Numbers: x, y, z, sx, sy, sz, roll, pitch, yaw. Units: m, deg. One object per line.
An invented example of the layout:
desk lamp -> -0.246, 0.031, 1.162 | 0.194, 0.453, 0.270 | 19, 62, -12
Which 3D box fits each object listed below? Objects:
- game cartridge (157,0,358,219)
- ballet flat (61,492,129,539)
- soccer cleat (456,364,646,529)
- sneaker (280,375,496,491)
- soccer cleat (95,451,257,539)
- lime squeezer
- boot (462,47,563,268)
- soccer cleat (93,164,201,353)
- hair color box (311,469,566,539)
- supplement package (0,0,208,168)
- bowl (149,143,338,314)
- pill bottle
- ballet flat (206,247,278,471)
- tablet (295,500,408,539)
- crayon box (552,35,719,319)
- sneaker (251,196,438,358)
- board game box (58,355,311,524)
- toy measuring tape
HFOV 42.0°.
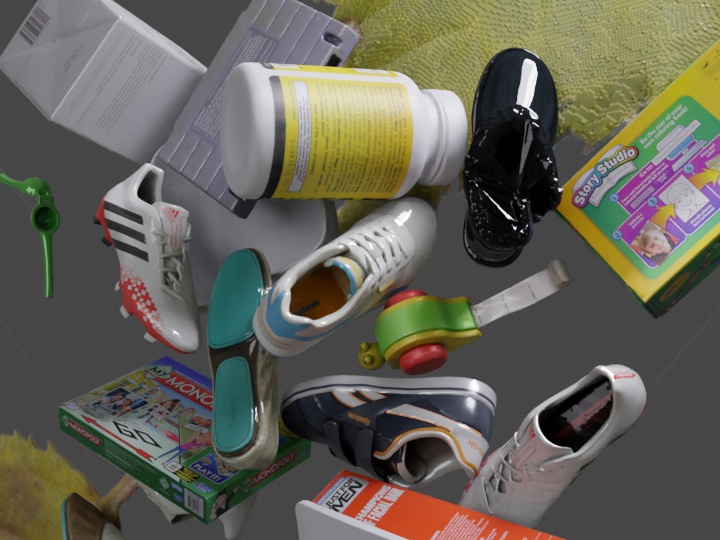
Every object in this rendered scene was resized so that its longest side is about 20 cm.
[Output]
game cartridge -> -0.101, -0.163, 0.893 | 0.129, 0.038, 0.201 | 35, 94, 37
ballet flat -> -0.243, 0.311, 0.911 | 0.072, 0.068, 0.201 | -14, 68, 4
soccer cleat -> 0.136, 0.145, 0.721 | 0.200, 0.085, 0.069 | -45, 59, 12
sneaker -> 0.013, 0.137, 0.791 | 0.199, 0.079, 0.080 | -7, 51, 27
soccer cleat -> -0.189, 0.201, 0.906 | 0.199, 0.069, 0.078 | 10, 84, 29
lime squeezer -> -0.389, -0.064, 1.112 | 0.071, 0.038, 0.201 | -40, 61, 14
boot -> 0.123, -0.104, 0.745 | 0.076, 0.168, 0.202 | 10, 83, 5
soccer cleat -> -0.186, -0.014, 0.870 | 0.085, 0.068, 0.201 | -43, 55, 18
hair color box -> 0.058, 0.239, 0.725 | 0.199, 0.064, 0.112 | 10, 119, 30
supplement package -> -0.241, -0.193, 0.967 | 0.120, 0.200, 0.122 | 41, 97, 31
bowl -> -0.110, -0.064, 0.930 | 0.199, 0.075, 0.201 | -24, 66, 22
pill bottle -> -0.013, -0.117, 0.811 | 0.112, 0.199, 0.113 | 179, 90, -67
ballet flat -> -0.100, 0.079, 0.824 | 0.067, 0.062, 0.201 | -11, 61, 22
tablet -> 0.009, 0.279, 0.731 | 0.129, 0.014, 0.201 | 12, 120, 31
crayon box -> 0.261, -0.076, 0.729 | 0.200, 0.058, 0.119 | -44, 59, 12
sneaker -> 0.000, 0.000, 0.802 | 0.200, 0.081, 0.077 | -40, 88, -26
board game box -> -0.163, 0.149, 0.868 | 0.199, 0.134, 0.029 | 21, 120, 32
toy measuring tape -> 0.078, 0.037, 0.795 | 0.199, 0.073, 0.074 | -27, 64, 21
